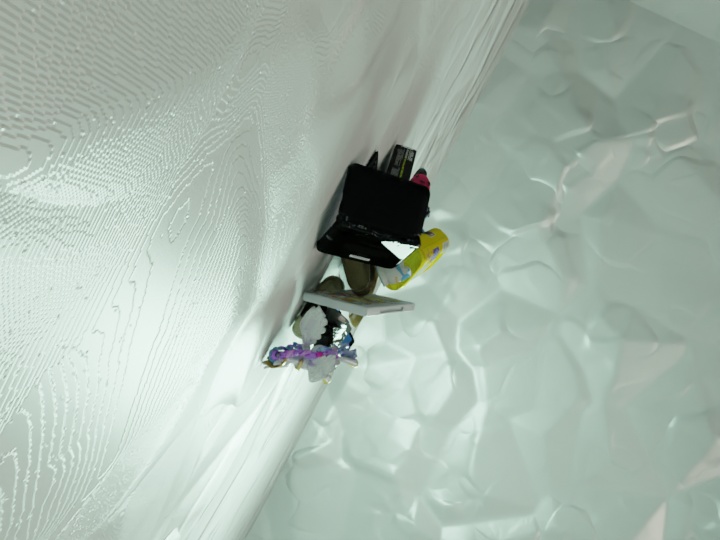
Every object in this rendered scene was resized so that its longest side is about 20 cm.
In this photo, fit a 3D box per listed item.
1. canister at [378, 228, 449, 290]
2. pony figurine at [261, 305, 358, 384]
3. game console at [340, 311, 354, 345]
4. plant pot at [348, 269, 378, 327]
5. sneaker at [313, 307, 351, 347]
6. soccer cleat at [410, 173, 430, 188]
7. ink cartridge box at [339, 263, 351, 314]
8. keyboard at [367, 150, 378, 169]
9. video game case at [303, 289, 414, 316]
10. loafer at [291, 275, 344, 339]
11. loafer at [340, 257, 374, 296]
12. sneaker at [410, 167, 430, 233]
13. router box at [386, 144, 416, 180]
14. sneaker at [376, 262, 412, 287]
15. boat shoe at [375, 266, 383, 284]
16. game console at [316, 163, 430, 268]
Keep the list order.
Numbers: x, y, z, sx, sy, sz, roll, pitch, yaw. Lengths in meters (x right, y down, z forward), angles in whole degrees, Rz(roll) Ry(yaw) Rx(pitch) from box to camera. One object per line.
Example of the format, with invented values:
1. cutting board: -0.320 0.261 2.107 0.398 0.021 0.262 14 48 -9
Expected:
1. canister: 0.151 -0.036 1.497 0.149 0.087 0.199 -50 166 32
2. pony figurine: -0.101 0.196 1.253 0.192 0.168 0.199 -34 144 31
3. game console: -0.049 0.155 1.780 0.177 0.116 0.200 -62 174 11
4. plant pot: 0.007 0.056 1.483 0.200 0.027 0.202 -161 -90 -83
5. sneaker: -0.075 0.161 1.352 0.104 0.060 0.200 -47 161 -10
6. soccer cleat: 0.133 -0.173 1.492 0.086 0.069 0.202 -43 -155 61
7. ink cartridge box: 0.000 0.000 1.482 0.201 0.047 0.161 -107 -145 -50
8. keyboard: 0.028 -0.199 1.312 0.105 0.039 0.200 -61 173 -12
9. video game case: -0.003 0.072 1.279 0.181 0.199 0.023 -1 98 -50
10. loafer: -0.096 0.085 1.364 0.201 0.075 0.068 -57 178 -33
11. loafer: -0.015 -0.040 1.285 0.067 0.075 0.202 8 73 -65
12. sneaker: 0.170 -0.193 1.572 0.073 0.081 0.202 -33 137 -65
13. router box: 0.084 -0.203 1.423 0.150 0.061 0.202 110 -4 -56
14. sneaker: 0.065 -0.065 1.287 0.077 0.080 0.202 59 18 -73
15. boat shoe: 0.045 -0.066 1.371 0.056 0.202 0.069 -22 178 5
16. game console: 0.027 -0.106 1.149 0.176 0.198 0.118 -42 -138 49
